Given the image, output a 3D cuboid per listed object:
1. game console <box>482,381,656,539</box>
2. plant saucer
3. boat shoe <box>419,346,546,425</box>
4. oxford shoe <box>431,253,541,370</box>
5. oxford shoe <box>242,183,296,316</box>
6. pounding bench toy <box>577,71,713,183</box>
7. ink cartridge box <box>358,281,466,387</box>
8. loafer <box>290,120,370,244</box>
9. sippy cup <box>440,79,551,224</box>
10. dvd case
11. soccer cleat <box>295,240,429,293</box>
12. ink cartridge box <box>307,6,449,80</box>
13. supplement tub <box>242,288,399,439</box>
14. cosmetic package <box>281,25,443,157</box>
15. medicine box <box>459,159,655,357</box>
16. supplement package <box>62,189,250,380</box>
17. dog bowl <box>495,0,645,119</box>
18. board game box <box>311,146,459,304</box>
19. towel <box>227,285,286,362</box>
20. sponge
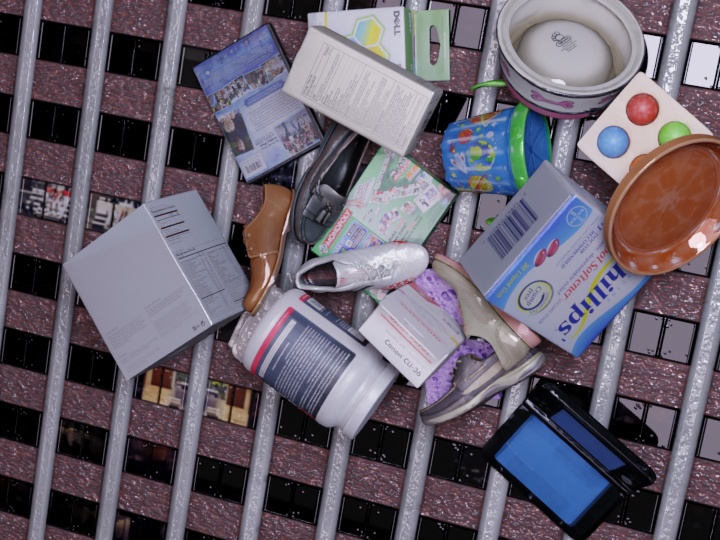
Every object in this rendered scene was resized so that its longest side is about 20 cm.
[{"bbox_3d":[0.289,0.273,1.607,0.200,0.176,0.117,41,77,7],"label":"game console"},{"bbox_3d":[0.394,-0.084,1.443,0.201,0.199,0.032,-51,41,15],"label":"plant saucer"},{"bbox_3d":[0.167,0.152,1.624,0.199,0.074,0.074,-31,79,8],"label":"boat shoe"},{"bbox_3d":[0.158,0.054,1.585,0.074,0.071,0.200,-48,60,6],"label":"oxford shoe"},{"bbox_3d":[-0.147,-0.032,1.688,0.071,0.071,0.202,18,77,-15],"label":"oxford shoe"},{"bbox_3d":[0.404,-0.147,1.501,0.200,0.156,0.124,42,105,7],"label":"pounding bench toy"},{"bbox_3d":[0.071,0.088,1.569,0.116,0.200,0.068,43,105,8],"label":"ink cartridge box"},{"bbox_3d":[-0.041,-0.130,1.655,0.063,0.071,0.202,23,93,51],"label":"loafer"},{"bbox_3d":[0.186,-0.162,1.582,0.129,0.140,0.180,-3,68,26],"label":"sippy cup"},{"bbox_3d":[-0.152,-0.251,1.718,0.142,0.018,0.202,-26,88,16],"label":"dvd case"},{"bbox_3d":[0.000,0.000,1.639,0.198,0.085,0.069,-7,94,17],"label":"soccer cleat"},{"bbox_3d":[0.026,-0.321,1.638,0.198,0.059,0.105,0,96,16],"label":"ink cartridge box"},{"bbox_3d":[-0.057,0.134,1.639,0.199,0.140,0.141,36,104,8],"label":"supplement tub"},{"bbox_3d":[0.003,-0.251,1.586,0.199,0.071,0.106,31,108,7],"label":"cosmetic package"},{"bbox_3d":[0.271,-0.013,1.532,0.199,0.103,0.183,30,108,-31],"label":"medicine box"},{"bbox_3d":[-0.297,0.020,1.710,0.190,0.147,0.201,-31,88,27],"label":"supplement package"},{"bbox_3d":[0.273,-0.289,1.520,0.198,0.074,0.202,2,60,-3],"label":"dog bowl"},{"bbox_3d":[0.035,-0.071,1.680,0.134,0.029,0.201,38,105,10],"label":"board game box"},{"bbox_3d":[-0.099,0.114,1.737,0.199,0.034,0.134,28,103,11],"label":"towel"},{"bbox_3d":[0.143,0.093,1.668,0.110,0.030,0.202,-5,95,16],"label":"sponge"}]
